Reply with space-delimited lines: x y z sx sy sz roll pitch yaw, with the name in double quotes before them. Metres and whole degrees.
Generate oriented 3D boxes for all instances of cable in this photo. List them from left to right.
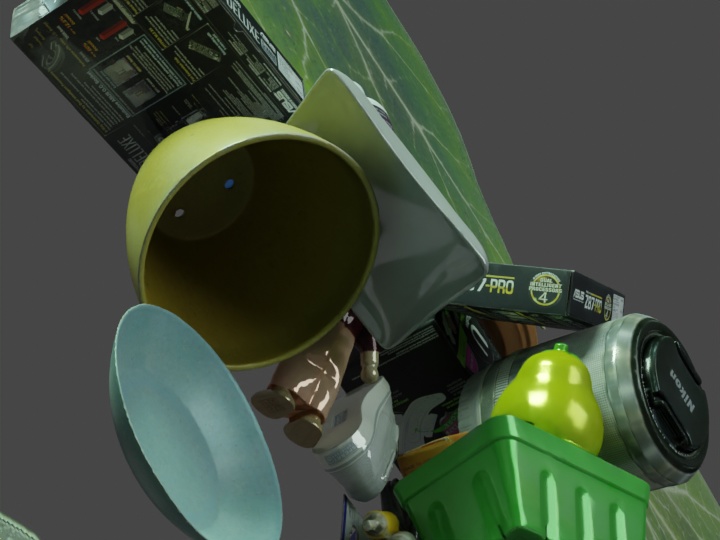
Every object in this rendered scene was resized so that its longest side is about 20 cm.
"cable" 0.041 0.228 1.242 0.097 0.050 0.200 59 13 0

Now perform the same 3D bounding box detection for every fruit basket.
"fruit basket" 0.143 0.170 1.252 0.215 0.155 0.216 34 34 -27

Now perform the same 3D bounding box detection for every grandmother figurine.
"grandmother figurine" -0.028 0.049 1.294 0.121 0.060 0.200 51 48 -27

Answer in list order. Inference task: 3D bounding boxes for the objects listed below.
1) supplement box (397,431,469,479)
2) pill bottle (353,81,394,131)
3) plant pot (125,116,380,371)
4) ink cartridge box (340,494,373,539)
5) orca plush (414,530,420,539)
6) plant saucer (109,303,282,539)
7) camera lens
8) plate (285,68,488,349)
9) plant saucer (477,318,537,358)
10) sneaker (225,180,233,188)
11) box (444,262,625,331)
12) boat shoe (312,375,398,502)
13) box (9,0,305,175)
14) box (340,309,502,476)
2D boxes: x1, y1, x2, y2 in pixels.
"supplement box" 0.105 0.247 1.332 0.066 0.069 0.201 -6 71 -50
"pill bottle" -0.006 -0.122 1.707 0.112 0.112 0.200 40 26 -52
"plant pot" -0.105 -0.043 1.171 0.200 0.200 0.142 47 -2 -40
"ink cartridge box" 0.026 0.291 1.243 0.200 0.037 0.095 58 15 -21
"orca plush" 0.069 0.242 1.404 0.105 0.071 0.200 36 47 -25
"plant saucer" -0.126 0.121 1.050 0.201 0.039 0.201 55 17 -25
"camera lens" 0.212 0.138 1.387 0.160 0.200 0.160 32 47 -43
"plate" 0.008 -0.049 1.201 0.032 0.200 0.200 -36 86 -32
"plant saucer" 0.099 0.059 1.633 0.200 0.200 0.037 56 49 -17
"sneaker" -0.061 -0.085 1.317 0.070 0.200 0.078 -18 74 -52
"box" 0.154 0.026 1.428 0.200 0.161 0.049 16 79 -64
"boat shoe" 0.005 0.150 1.324 0.069 0.072 0.200 59 5 -8
"box" -0.162 -0.172 1.219 0.200 0.157 0.050 49 20 -36
"box" 0.081 0.124 1.535 0.200 0.124 0.149 57 17 -17
